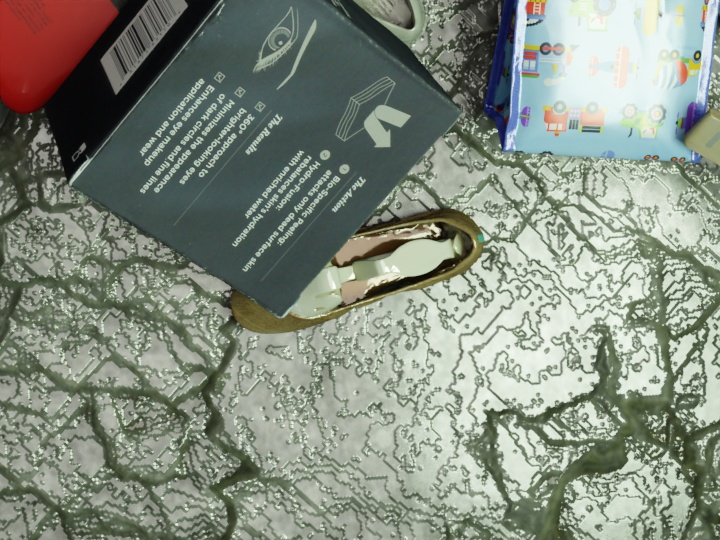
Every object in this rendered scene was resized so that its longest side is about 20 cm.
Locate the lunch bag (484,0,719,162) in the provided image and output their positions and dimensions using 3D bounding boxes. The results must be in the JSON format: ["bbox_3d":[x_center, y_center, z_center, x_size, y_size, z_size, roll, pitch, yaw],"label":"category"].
[{"bbox_3d":[0.181,-0.189,1.151,0.149,0.094,0.202,2,116,-7],"label":"lunch bag"}]

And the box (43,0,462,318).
[{"bbox_3d":[-0.075,-0.109,1.084,0.199,0.118,0.197,34,105,-35],"label":"box"}]

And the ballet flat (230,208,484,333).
[{"bbox_3d":[0.000,0.000,1.179,0.198,0.072,0.068,-13,93,-6],"label":"ballet flat"}]

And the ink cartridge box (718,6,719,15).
[{"bbox_3d":[0.374,-0.227,1.207,0.199,0.045,0.177,-34,105,3],"label":"ink cartridge box"}]

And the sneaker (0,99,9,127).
[{"bbox_3d":[-0.288,-0.173,1.138,0.098,0.071,0.202,18,83,-8],"label":"sneaker"}]

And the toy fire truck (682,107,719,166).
[{"bbox_3d":[0.352,-0.111,1.146,0.199,0.129,0.177,-15,136,-41],"label":"toy fire truck"}]

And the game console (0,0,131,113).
[{"bbox_3d":[-0.229,-0.243,1.109,0.172,0.119,0.201,-34,112,4],"label":"game console"}]

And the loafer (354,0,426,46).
[{"bbox_3d":[-0.024,-0.245,1.168,0.200,0.070,0.070,44,86,-7],"label":"loafer"}]
